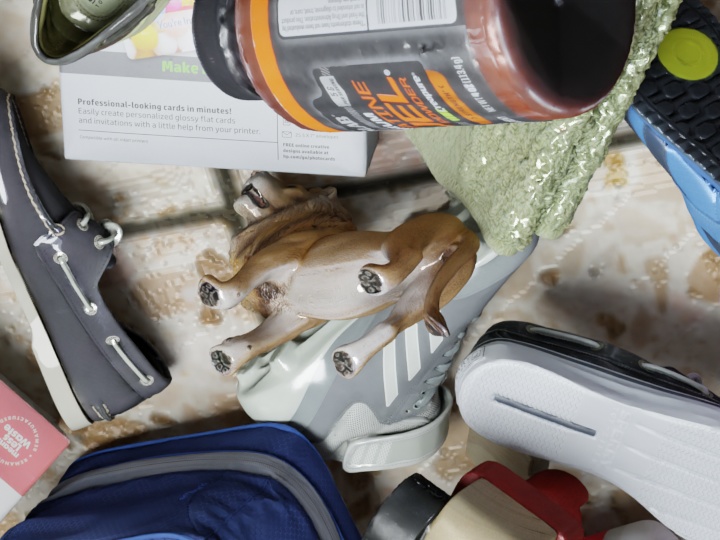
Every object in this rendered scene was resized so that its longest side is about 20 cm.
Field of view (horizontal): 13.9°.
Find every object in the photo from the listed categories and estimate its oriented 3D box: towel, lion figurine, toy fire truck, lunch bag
[{"bbox_3d":[0.080,-0.122,1.375,0.036,0.148,0.200,2,126,-42],"label":"towel"},{"bbox_3d":[0.000,0.000,1.418,0.200,0.122,0.073,7,119,42],"label":"lion figurine"},{"bbox_3d":[0.050,0.156,1.466,0.129,0.200,0.176,35,118,16],"label":"toy fire truck"},{"bbox_3d":[-0.097,0.166,1.546,0.200,0.132,0.136,-10,112,34],"label":"lunch bag"}]

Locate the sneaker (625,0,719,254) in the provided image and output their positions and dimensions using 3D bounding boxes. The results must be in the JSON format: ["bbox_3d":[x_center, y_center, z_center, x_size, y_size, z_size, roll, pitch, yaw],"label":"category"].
[{"bbox_3d":[0.164,-0.054,1.399,0.200,0.066,0.078,51,157,16],"label":"sneaker"}]

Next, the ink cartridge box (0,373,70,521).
[{"bbox_3d":[-0.262,0.123,1.550,0.116,0.067,0.200,42,87,-13],"label":"ink cartridge box"}]

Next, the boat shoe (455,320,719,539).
[{"bbox_3d":[0.145,0.073,1.445,0.200,0.071,0.072,26,124,-2],"label":"boat shoe"}]

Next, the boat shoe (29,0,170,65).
[{"bbox_3d":[-0.096,-0.166,1.351,0.072,0.066,0.201,34,132,-3],"label":"boat shoe"}]

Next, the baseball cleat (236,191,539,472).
[{"bbox_3d":[0.032,0.035,1.510,0.200,0.070,0.106,-31,117,32],"label":"baseball cleat"}]

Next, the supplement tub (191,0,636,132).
[{"bbox_3d":[0.018,-0.116,1.330,0.200,0.107,0.107,-1,122,43],"label":"supplement tub"}]

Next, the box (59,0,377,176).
[{"bbox_3d":[-0.070,-0.146,1.439,0.156,0.041,0.200,4,117,7],"label":"box"}]

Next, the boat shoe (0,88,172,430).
[{"bbox_3d":[-0.149,-0.012,1.514,0.063,0.073,0.200,-15,119,4],"label":"boat shoe"}]

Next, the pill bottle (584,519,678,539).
[{"bbox_3d":[0.082,0.211,1.560,0.200,0.112,0.112,-20,113,19],"label":"pill bottle"}]
